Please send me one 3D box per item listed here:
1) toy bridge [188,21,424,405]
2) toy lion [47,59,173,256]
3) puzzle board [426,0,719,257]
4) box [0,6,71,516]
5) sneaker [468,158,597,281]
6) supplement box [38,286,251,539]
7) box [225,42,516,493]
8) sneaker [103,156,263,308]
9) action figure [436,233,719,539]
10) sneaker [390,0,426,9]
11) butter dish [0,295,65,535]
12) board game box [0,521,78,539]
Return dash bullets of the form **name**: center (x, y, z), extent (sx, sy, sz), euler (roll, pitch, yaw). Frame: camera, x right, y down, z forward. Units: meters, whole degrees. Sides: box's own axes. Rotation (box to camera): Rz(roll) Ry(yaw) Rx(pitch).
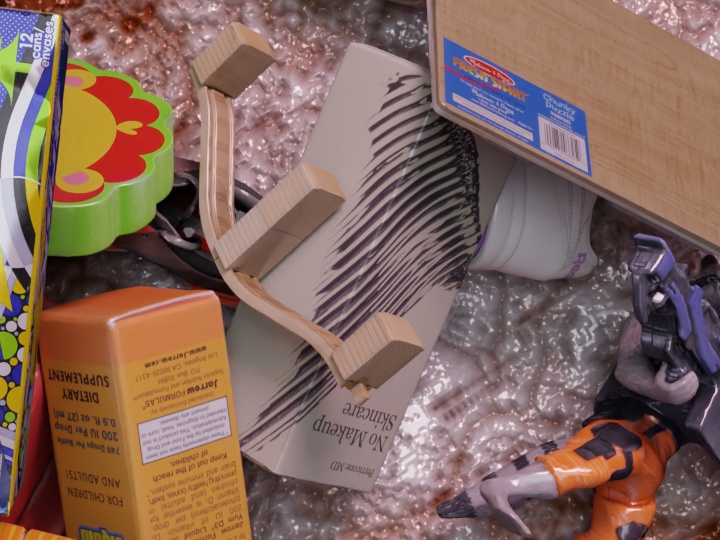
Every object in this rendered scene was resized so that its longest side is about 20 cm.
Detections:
- **toy bridge**: center (-0.038, -0.020, 0.847), extent (0.067, 0.027, 0.201), euler (-40, 57, 23)
- **toy lion**: center (-0.187, -0.067, 0.869), extent (0.190, 0.069, 0.200), euler (-6, 35, -14)
- **puzzle board**: center (0.113, -0.084, 0.881), extent (0.199, 0.017, 0.151), euler (24, 42, -23)
- **box**: center (-0.161, -0.007, 0.750), extent (0.064, 0.070, 0.201), euler (7, 92, -7)
- **sneaker**: center (0.093, -0.088, 0.959), extent (0.099, 0.075, 0.201), euler (14, 74, -25)
- **supplement box**: center (-0.096, 0.112, 0.854), extent (0.069, 0.066, 0.201), euler (-17, 103, -42)
- **box**: center (0.000, 0.000, 0.882), extent (0.068, 0.082, 0.201), euler (26, 95, 40)
- **sneaker**: center (-0.120, -0.042, 0.915), extent (0.199, 0.082, 0.078), euler (16, 77, -1)
- **action figure**: center (0.127, 0.060, 0.892), extent (0.193, 0.200, 0.104), euler (-44, 41, -18)
- **sneaker**: center (-0.021, -0.211, 0.961), extent (0.199, 0.071, 0.080), euler (29, 79, 7)
- **butter dish**: center (-0.230, 0.072, 0.851), extent (0.199, 0.148, 0.201), euler (28, 78, 3)
- **board game box**: center (-0.161, 0.241, 0.738), extent (0.199, 0.201, 0.200), euler (12, 46, 12)
